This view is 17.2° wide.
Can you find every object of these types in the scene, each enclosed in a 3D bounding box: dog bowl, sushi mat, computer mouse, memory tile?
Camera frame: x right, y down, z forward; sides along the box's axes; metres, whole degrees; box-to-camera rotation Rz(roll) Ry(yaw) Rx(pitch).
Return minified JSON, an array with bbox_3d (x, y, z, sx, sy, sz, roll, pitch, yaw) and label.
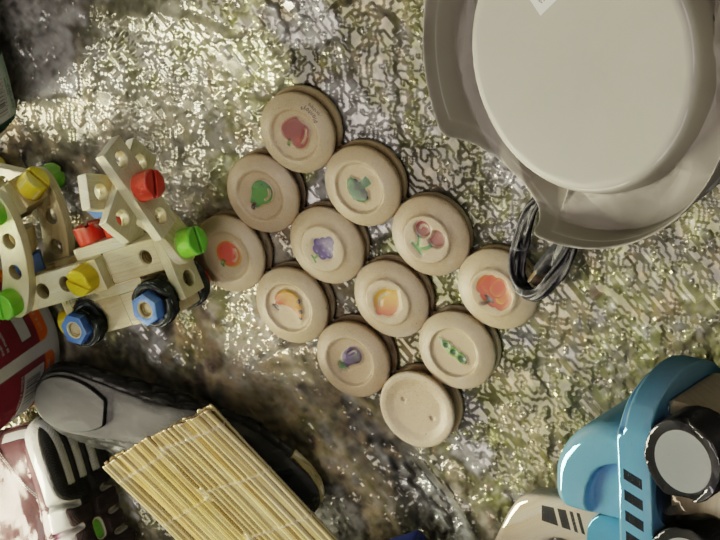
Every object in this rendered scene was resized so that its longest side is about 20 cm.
[{"bbox_3d":[0.125,-0.114,1.229,0.200,0.059,0.201,11,107,40],"label":"dog bowl"},{"bbox_3d":[-0.064,0.167,1.480,0.096,0.012,0.200,-26,116,34],"label":"sushi mat"},{"bbox_3d":[0.144,-0.052,1.290,0.059,0.034,0.200,56,130,16],"label":"computer mouse"},{"bbox_3d":[0.000,0.000,1.405,0.200,0.017,0.153,38,125,8],"label":"memory tile"}]

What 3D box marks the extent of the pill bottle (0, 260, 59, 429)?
[{"bbox_3d":[-0.285,0.074,1.483,0.113,0.200,0.113,12,117,24],"label":"pill bottle"}]

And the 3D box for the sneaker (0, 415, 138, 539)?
[{"bbox_3d":[-0.206,0.192,1.580,0.115,0.076,0.201,-9,97,37],"label":"sneaker"}]

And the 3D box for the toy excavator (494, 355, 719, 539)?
[{"bbox_3d":[0.145,0.133,1.349,0.200,0.100,0.195,13,116,38],"label":"toy excavator"}]

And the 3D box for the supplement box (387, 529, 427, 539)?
[{"bbox_3d":[0.032,0.277,1.437,0.109,0.109,0.200,-25,108,35],"label":"supplement box"}]

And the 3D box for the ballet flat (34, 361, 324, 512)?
[{"bbox_3d":[-0.111,0.101,1.501,0.200,0.057,0.067,23,111,11],"label":"ballet flat"}]

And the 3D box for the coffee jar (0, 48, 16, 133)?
[{"bbox_3d":[-0.277,-0.174,1.437,0.104,0.085,0.201,2,112,28],"label":"coffee jar"}]

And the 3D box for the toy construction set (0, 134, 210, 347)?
[{"bbox_3d":[-0.164,-0.023,1.438,0.200,0.092,0.131,-11,105,51],"label":"toy construction set"}]
